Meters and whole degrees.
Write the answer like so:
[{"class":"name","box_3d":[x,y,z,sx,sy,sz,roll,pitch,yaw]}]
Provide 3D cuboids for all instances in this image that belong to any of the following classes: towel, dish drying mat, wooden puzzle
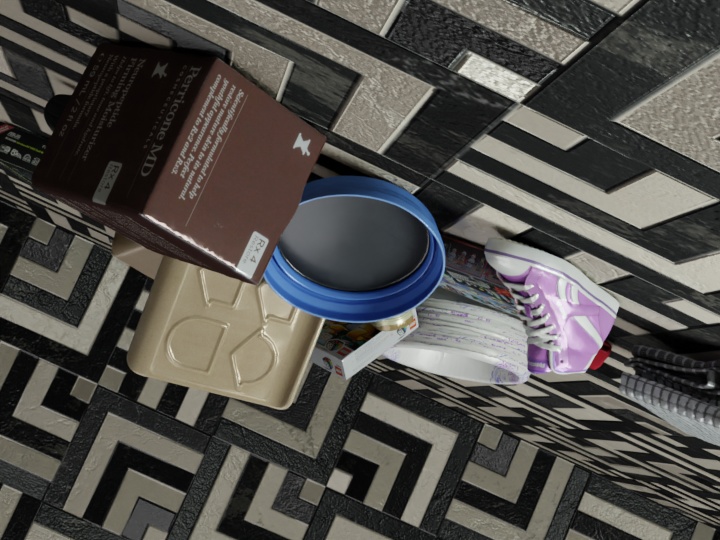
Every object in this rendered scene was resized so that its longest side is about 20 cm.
[{"class":"towel","box_3d":[0.414,0.150,1.540,0.200,0.086,0.165,30,172,-41]},{"class":"dish drying mat","box_3d":[0.293,0.101,1.784,0.077,0.018,0.200,24,172,9]},{"class":"wooden puzzle","box_3d":[-0.145,0.049,1.511,0.200,0.186,0.046,18,-170,-22]}]

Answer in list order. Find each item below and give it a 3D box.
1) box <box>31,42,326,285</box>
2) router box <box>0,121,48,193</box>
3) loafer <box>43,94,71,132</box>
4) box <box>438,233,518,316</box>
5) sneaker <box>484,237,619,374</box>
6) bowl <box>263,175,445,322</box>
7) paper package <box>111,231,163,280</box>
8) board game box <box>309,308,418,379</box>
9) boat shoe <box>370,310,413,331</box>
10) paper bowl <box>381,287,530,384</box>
[{"class":"box","box_3d":[-0.178,-0.107,1.301,0.200,0.166,0.164,15,167,45]},{"class":"router box","box_3d":[-0.506,-0.164,2.208,0.150,0.062,0.200,22,171,19]},{"class":"loafer","box_3d":[-0.304,-0.158,1.668,0.200,0.073,0.072,28,174,-18]},{"class":"box","box_3d":[0.113,-0.003,1.562,0.200,0.040,0.137,20,170,27]},{"class":"sneaker","box_3d":[0.192,0.047,1.410,0.200,0.114,0.073,31,170,-33]},{"class":"bowl","box_3d":[-0.009,-0.023,1.432,0.200,0.039,0.201,2,138,2]},{"class":"paper package","box_3d":[-0.160,-0.047,1.579,0.200,0.104,0.191,-16,148,33]},{"class":"board game box","box_3d":[-0.044,0.055,1.641,0.200,0.126,0.035,24,136,40]},{"class":"boat shoe","box_3d":[0.000,0.000,1.622,0.200,0.072,0.065,45,150,51]},{"class":"paper bowl","box_3d":[0.125,0.074,1.706,0.200,0.105,0.201,11,168,2]}]
